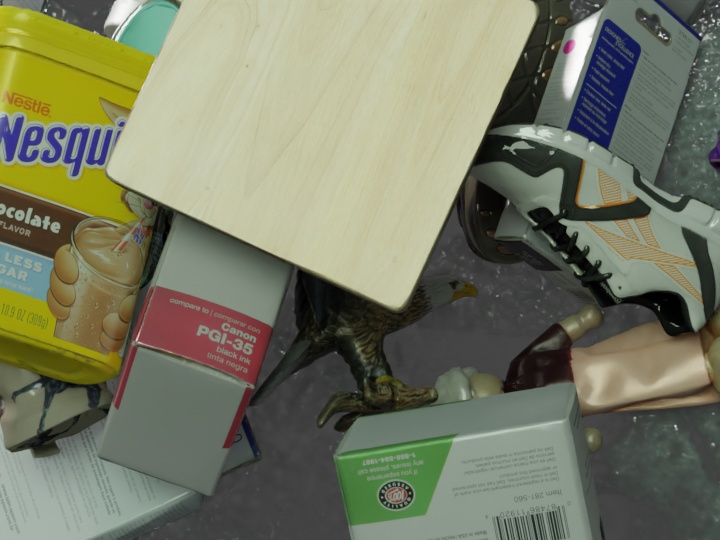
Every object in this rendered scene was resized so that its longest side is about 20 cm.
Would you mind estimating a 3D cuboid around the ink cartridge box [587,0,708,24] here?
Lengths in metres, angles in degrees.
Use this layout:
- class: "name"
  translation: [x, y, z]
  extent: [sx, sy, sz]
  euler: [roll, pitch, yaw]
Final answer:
- class: "ink cartridge box"
  translation: [0.185, -0.284, 1.708]
  extent: [0.145, 0.084, 0.201]
  euler: [15, 74, -1]

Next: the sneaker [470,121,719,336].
- class: "sneaker"
  translation: [0.147, -0.026, 1.567]
  extent: [0.199, 0.074, 0.080]
  euler: [26, 75, -13]

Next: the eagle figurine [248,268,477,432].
- class: "eagle figurine"
  translation: [0.006, 0.000, 1.651]
  extent: [0.151, 0.151, 0.201]
  euler: [-17, 78, 37]

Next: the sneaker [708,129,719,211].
- class: "sneaker"
  translation: [0.272, -0.090, 1.645]
  extent: [0.088, 0.080, 0.201]
  euler: [7, 74, 24]

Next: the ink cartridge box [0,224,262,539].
- class: "ink cartridge box"
  translation: [-0.183, 0.088, 1.714]
  extent: [0.199, 0.041, 0.200]
  euler: [-24, 67, 5]

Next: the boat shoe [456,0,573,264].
- class: "boat shoe"
  translation: [0.091, -0.103, 1.682]
  extent: [0.074, 0.073, 0.201]
  euler: [11, 82, -19]

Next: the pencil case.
- class: "pencil case"
  translation: [-0.232, 0.024, 1.652]
  extent: [0.078, 0.089, 0.201]
  euler: [-26, 88, -29]

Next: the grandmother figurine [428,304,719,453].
- class: "grandmother figurine"
  translation: [0.139, 0.074, 1.629]
  extent: [0.199, 0.061, 0.121]
  euler: [-12, 31, 14]

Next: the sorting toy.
- class: "sorting toy"
  translation: [-0.020, -0.102, 1.531]
  extent: [0.198, 0.070, 0.201]
  euler: [25, 86, 8]

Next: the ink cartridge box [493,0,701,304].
- class: "ink cartridge box"
  translation: [0.156, -0.087, 1.656]
  extent: [0.037, 0.095, 0.201]
  euler: [3, 66, 49]

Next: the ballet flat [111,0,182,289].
- class: "ballet flat"
  translation: [-0.147, -0.081, 1.700]
  extent: [0.074, 0.074, 0.201]
  euler: [11, 83, 17]

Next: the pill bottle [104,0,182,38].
- class: "pill bottle"
  translation: [-0.098, -0.236, 1.769]
  extent: [0.108, 0.109, 0.201]
  euler: [22, 78, 20]

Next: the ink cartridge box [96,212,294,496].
- class: "ink cartridge box"
  translation: [-0.091, 0.017, 1.612]
  extent: [0.082, 0.147, 0.201]
  euler: [19, 54, -3]

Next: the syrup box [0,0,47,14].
- class: "syrup box"
  translation: [-0.287, -0.159, 1.806]
  extent: [0.081, 0.079, 0.201]
  euler: [13, 75, 18]

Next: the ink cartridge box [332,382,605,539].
- class: "ink cartridge box"
  translation: [0.078, 0.184, 1.546]
  extent: [0.145, 0.084, 0.201]
  euler: [-9, 102, 11]

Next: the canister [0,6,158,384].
- class: "canister"
  translation: [-0.196, -0.044, 1.588]
  extent: [0.148, 0.086, 0.201]
  euler: [19, 72, -23]
